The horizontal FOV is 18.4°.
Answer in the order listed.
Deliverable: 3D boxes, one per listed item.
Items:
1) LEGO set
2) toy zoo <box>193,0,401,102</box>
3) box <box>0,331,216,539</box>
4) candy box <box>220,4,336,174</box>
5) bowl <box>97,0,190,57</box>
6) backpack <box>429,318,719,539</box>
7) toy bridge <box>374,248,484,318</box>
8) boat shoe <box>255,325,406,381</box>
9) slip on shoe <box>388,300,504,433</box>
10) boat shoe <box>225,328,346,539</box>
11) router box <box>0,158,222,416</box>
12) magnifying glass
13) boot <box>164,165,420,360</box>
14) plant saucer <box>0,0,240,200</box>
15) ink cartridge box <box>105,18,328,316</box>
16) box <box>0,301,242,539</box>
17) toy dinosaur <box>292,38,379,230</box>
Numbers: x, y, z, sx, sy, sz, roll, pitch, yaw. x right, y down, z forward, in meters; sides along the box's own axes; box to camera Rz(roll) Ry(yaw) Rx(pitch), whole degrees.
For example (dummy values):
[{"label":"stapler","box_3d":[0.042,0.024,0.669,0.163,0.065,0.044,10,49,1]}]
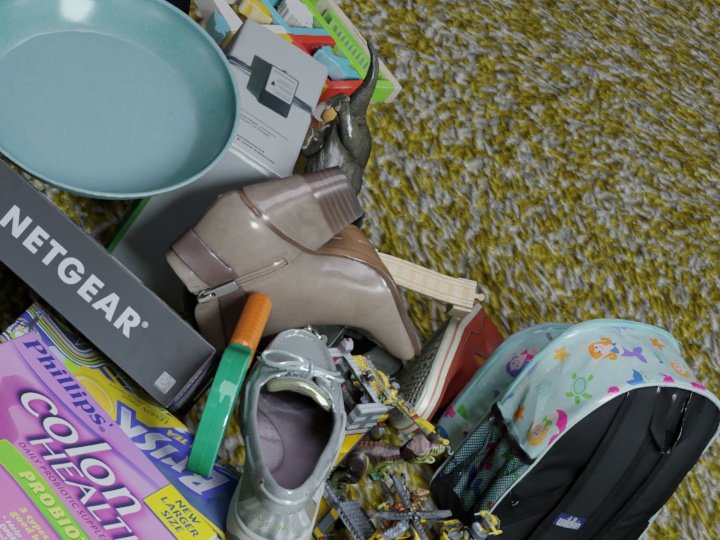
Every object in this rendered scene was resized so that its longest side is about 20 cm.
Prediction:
[{"label":"LEGO set","box_3d":[0.024,0.133,1.575,0.153,0.116,0.201,7,43,-45]},{"label":"toy zoo","box_3d":[-0.063,-0.198,1.916,0.199,0.020,0.131,-6,53,-53]},{"label":"box","box_3d":[-0.214,0.151,1.291,0.176,0.097,0.200,47,29,12]},{"label":"candy box","box_3d":[-0.078,-0.153,1.917,0.116,0.057,0.200,36,31,-10]},{"label":"bowl","box_3d":[-0.165,-0.173,1.695,0.039,0.202,0.201,12,31,2]},{"label":"backpack","box_3d":[0.167,0.124,1.672,0.177,0.200,0.151,12,39,-39]},{"label":"toy bridge","box_3d":[0.000,0.000,1.719,0.198,0.067,0.027,12,78,-6]},{"label":"boat shoe","box_3d":[-0.040,0.044,1.673,0.199,0.071,0.064,12,38,-43]},{"label":"slip on shoe","box_3d":[0.073,0.081,1.759,0.061,0.074,0.200,43,24,0]},{"label":"boat shoe","box_3d":[-0.044,0.102,1.445,0.074,0.065,0.203,19,36,-4]},{"label":"router box","box_3d":[-0.180,0.012,1.491,0.200,0.052,0.157,41,-4,4]},{"label":"magnifying glass","box_3d":[-0.083,0.067,1.458,0.022,0.080,0.200,17,25,-2]},{"label":"boot","box_3d":[-0.052,0.018,1.596,0.201,0.146,0.070,64,-7,-33]},{"label":"plant saucer","box_3d":[-0.183,-0.119,1.535,0.198,0.036,0.201,11,50,-13]},{"label":"ink cartridge box","box_3d":[-0.108,-0.083,1.691,0.083,0.147,0.200,33,28,-9]},{"label":"box","box_3d":[-0.163,0.116,1.435,0.200,0.064,0.070,40,29,-1]},{"label":"toy dinosaur","box_3d":[-0.021,-0.087,1.804,0.102,0.076,0.202,47,44,-72]}]
